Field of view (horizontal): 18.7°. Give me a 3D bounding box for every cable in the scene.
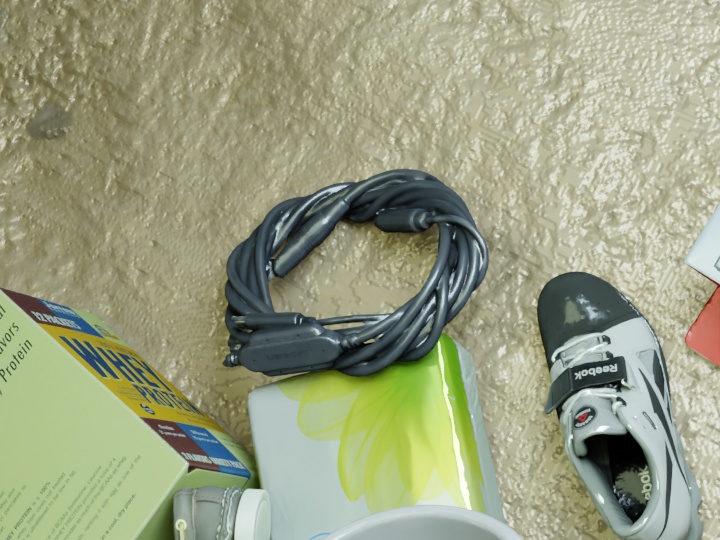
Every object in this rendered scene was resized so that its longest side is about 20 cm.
[{"bbox_3d":[0.000,0.000,1.468,0.200,0.051,0.163,-12,42,28],"label":"cable"}]

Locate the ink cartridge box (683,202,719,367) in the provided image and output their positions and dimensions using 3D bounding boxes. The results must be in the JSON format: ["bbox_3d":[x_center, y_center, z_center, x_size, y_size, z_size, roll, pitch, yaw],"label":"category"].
[{"bbox_3d":[0.310,0.014,1.331,0.200,0.084,0.176,32,94,26],"label":"ink cartridge box"}]

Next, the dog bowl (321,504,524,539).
[{"bbox_3d":[0.029,0.221,1.298,0.200,0.059,0.200,-13,37,10],"label":"dog bowl"}]

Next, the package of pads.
[{"bbox_3d":[0.012,0.157,1.450,0.154,0.068,0.200,-16,72,20],"label":"package of pads"}]

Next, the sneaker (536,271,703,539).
[{"bbox_3d":[0.158,0.085,1.387,0.074,0.088,0.200,-29,67,19],"label":"sneaker"}]

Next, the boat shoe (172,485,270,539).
[{"bbox_3d":[-0.096,0.228,1.442,0.060,0.072,0.202,8,119,7],"label":"boat shoe"}]

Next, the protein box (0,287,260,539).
[{"bbox_3d":[-0.208,0.156,1.514,0.200,0.135,0.199,39,98,26],"label":"protein box"}]
